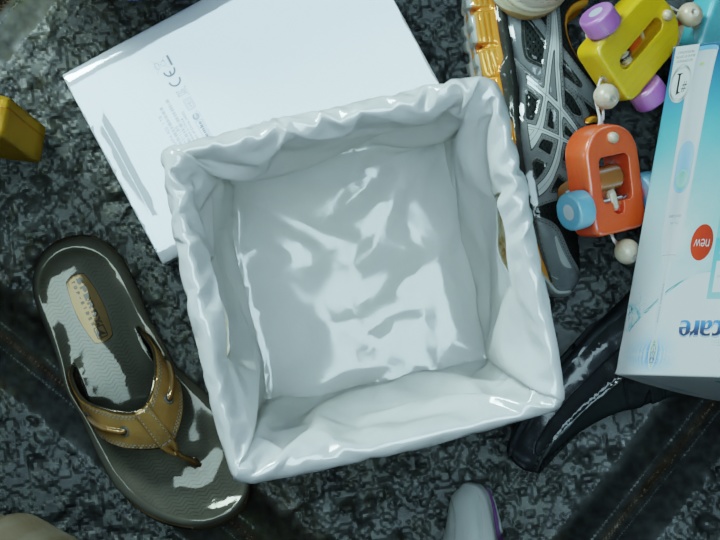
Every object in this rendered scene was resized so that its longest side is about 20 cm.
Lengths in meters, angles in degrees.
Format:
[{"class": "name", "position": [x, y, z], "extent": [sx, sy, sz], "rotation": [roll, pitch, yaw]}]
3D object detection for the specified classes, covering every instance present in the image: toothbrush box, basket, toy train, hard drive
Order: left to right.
[{"class": "hard drive", "position": [-0.063, -0.108, 1.730], "extent": [0.200, 0.025, 0.132], "rotation": [-28, 87, -1]}, {"class": "basket", "position": [0.000, 0.000, 1.640], "extent": [0.200, 0.161, 0.198], "rotation": [-13, 95, -1]}, {"class": "toy train", "position": [0.179, -0.094, 1.686], "extent": [0.200, 0.056, 0.150], "rotation": [-20, 103, -35]}, {"class": "toothbrush box", "position": [0.234, -0.027, 1.600], "extent": [0.085, 0.146, 0.200], "rotation": [14, 83, -30]}]

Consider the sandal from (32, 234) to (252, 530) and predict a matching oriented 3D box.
[{"class": "sandal", "position": [-0.136, 0.068, 1.706], "extent": [0.082, 0.055, 0.200], "rotation": [-26, 86, -1]}]

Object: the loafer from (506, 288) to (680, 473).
[{"class": "loafer", "position": [0.169, 0.051, 1.694], "extent": [0.070, 0.068, 0.201], "rotation": [44, 84, 9]}]

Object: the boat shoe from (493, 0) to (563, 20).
[{"class": "boat shoe", "position": [0.079, -0.249, 1.664], "extent": [0.074, 0.069, 0.200], "rotation": [-28, 89, -26]}]

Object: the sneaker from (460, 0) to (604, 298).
[{"class": "sneaker", "position": [0.112, -0.083, 1.702], "extent": [0.077, 0.078, 0.200], "rotation": [-9, 86, -5]}]

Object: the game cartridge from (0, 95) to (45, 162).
[{"class": "game cartridge", "position": [-0.294, -0.098, 1.659], "extent": [0.200, 0.176, 0.032], "rotation": [7, 87, 1]}]

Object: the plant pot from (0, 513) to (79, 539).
[{"class": "plant pot", "position": [-0.279, 0.202, 1.649], "extent": [0.173, 0.200, 0.200], "rotation": [30, 87, 20]}]

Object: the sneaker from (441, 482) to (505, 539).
[{"class": "sneaker", "position": [0.034, 0.222, 1.683], "extent": [0.100, 0.075, 0.200], "rotation": [12, 87, 1]}]
